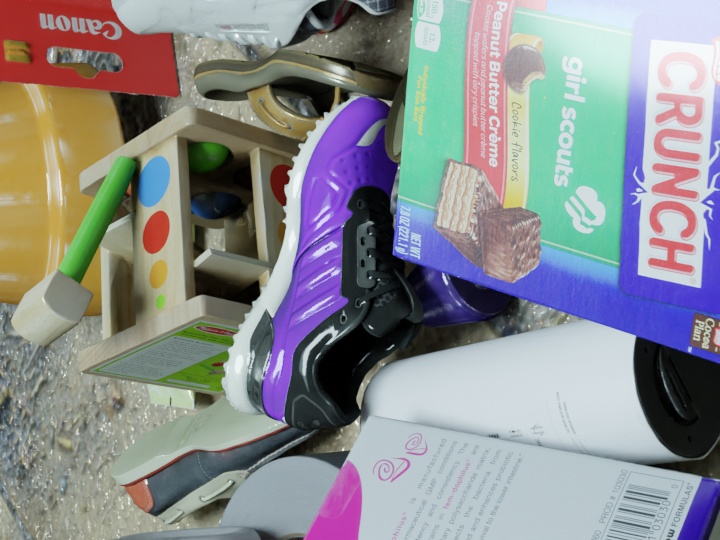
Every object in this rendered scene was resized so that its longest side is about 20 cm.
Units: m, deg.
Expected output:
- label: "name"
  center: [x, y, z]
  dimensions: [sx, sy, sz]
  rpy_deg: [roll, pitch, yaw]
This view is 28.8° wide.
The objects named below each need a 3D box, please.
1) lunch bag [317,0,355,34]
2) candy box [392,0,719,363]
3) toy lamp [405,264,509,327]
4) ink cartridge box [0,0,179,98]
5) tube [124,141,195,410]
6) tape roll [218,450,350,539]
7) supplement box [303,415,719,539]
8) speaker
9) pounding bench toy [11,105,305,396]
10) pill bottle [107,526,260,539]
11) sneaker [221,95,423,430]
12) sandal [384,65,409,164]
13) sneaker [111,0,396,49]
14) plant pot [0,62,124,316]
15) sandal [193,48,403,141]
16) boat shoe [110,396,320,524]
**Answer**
- label: "lunch bag"
  center: [-0.058, -0.259, 0.931]
  dimensions: [0.176, 0.082, 0.200]
  rpy_deg: [-54, 54, 38]
- label: "candy box"
  center: [0.119, -0.064, 0.650]
  dimensions: [0.200, 0.077, 0.169]
  rpy_deg: [18, 115, 34]
- label: "toy lamp"
  center: [0.100, -0.019, 0.767]
  dimensions: [0.200, 0.058, 0.058]
  rpy_deg: [-32, 66, 42]
- label: "ink cartridge box"
  center: [-0.201, -0.233, 1.022]
  dimensions: [0.050, 0.161, 0.200]
  rpy_deg: [-24, 72, 48]
- label: "tube"
  center: [-0.146, 0.003, 1.046]
  dimensions: [0.052, 0.058, 0.200]
  rpy_deg: [-3, 89, 9]
- label: "tape roll"
  center: [-0.011, 0.214, 0.877]
  dimensions: [0.200, 0.066, 0.200]
  rpy_deg: [-2, 87, 48]
- label: "supplement box"
  center: [0.081, 0.153, 0.697]
  dimensions: [0.200, 0.103, 0.101]
  rpy_deg: [8, 54, 35]
- label: "speaker"
  center: [0.094, 0.073, 0.754]
  dimensions: [0.200, 0.081, 0.081]
  rpy_deg: [-17, 77, 46]
- label: "pounding bench toy"
  center: [-0.124, -0.022, 0.887]
  dimensions: [0.124, 0.200, 0.156]
  rpy_deg: [-24, 63, 40]
- label: "pill bottle"
  center: [-0.107, 0.261, 0.853]
  dimensions: [0.109, 0.109, 0.200]
  rpy_deg: [-11, 82, 47]
- label: "sneaker"
  center: [0.000, 0.000, 0.807]
  dimensions: [0.099, 0.070, 0.200]
  rpy_deg: [16, 86, 39]
- label: "sandal"
  center: [0.074, -0.146, 0.788]
  dimensions: [0.200, 0.055, 0.082]
  rpy_deg: [-69, 13, -7]
- label: "sneaker"
  center: [-0.070, -0.168, 0.850]
  dimensions: [0.200, 0.076, 0.081]
  rpy_deg: [-11, 112, 39]
- label: "plant pot"
  center: [-0.294, -0.057, 1.070]
  dimensions: [0.200, 0.183, 0.200]
  rpy_deg: [17, 110, 61]
- label: "sandal"
  center: [-0.042, -0.110, 0.907]
  dimensions: [0.200, 0.080, 0.054]
  rpy_deg: [7, 92, 51]
- label: "boat shoe"
  center: [-0.091, 0.127, 0.969]
  dimensions: [0.200, 0.071, 0.063]
  rpy_deg: [-26, 110, 36]
